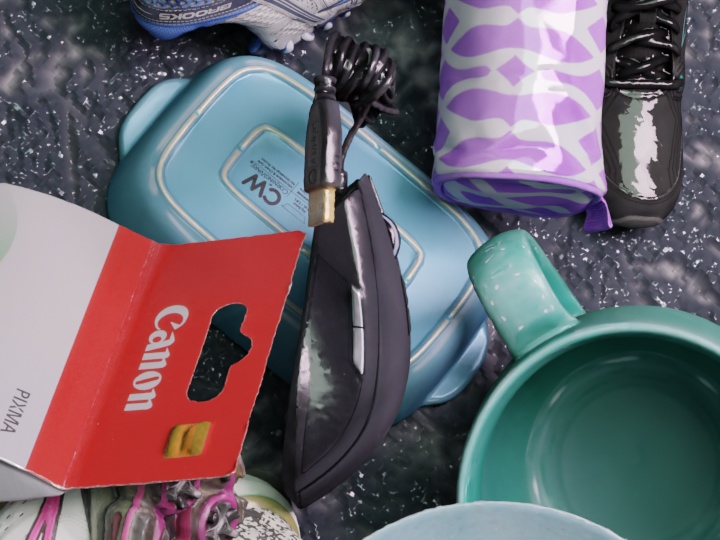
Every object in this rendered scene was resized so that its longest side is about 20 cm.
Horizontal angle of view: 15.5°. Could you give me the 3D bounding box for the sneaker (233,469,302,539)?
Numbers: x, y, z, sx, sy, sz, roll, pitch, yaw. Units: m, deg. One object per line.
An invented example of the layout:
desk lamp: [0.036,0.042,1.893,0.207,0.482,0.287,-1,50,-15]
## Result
sneaker: [-0.098,0.145,1.080,0.199,0.088,0.077,-25,114,-22]

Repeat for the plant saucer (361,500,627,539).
plant saucer: [0.054,0.196,1.069,0.200,0.039,0.202,1,76,-5]

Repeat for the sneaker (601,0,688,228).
sneaker: [0.120,-0.120,1.258,0.075,0.079,0.201,-3,74,-19]

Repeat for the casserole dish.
casserole dish: [-0.021,-0.019,1.202,0.200,0.039,0.121,39,65,0]

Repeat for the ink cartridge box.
ink cartridge box: [-0.134,0.025,1.062,0.199,0.050,0.161,-8,36,17]

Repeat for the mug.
mug: [0.120,0.076,1.145,0.151,0.114,0.186,3,96,8]

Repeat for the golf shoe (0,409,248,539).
golf shoe: [-0.123,0.141,1.025,0.092,0.073,0.201,8,54,35]

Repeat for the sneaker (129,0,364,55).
sneaker: [-0.029,-0.147,1.232,0.199,0.085,0.077,-8,47,-40]

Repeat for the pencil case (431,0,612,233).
pencil case: [0.080,-0.123,1.199,0.085,0.084,0.201,12,81,-28]

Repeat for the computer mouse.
computer mouse: [0.000,0.000,1.098,0.046,0.140,0.201,8,84,7]

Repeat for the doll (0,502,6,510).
doll: [-0.233,0.085,1.095,0.199,0.049,0.137,19,50,-11]
